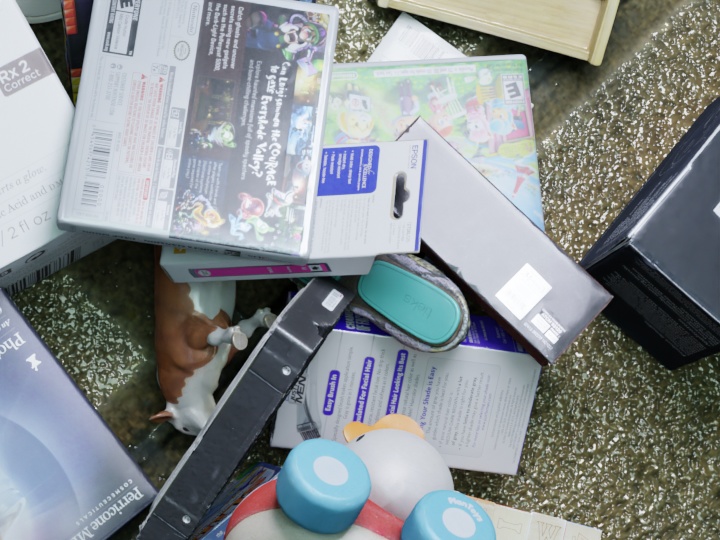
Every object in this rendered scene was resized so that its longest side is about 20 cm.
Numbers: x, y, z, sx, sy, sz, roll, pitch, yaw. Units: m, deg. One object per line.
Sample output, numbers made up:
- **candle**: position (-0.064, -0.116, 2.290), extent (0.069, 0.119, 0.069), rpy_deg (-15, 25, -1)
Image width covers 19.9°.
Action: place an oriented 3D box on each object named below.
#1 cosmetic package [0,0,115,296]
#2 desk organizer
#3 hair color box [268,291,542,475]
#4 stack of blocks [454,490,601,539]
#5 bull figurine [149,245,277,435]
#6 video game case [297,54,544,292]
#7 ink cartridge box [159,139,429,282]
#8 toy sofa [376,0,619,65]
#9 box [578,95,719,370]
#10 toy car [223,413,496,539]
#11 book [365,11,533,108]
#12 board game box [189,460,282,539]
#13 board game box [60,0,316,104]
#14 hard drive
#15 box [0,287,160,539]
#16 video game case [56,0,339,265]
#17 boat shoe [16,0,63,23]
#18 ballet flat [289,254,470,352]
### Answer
- **cosmetic package**: position (-0.295, -0.086, 1.546), extent (0.164, 0.165, 0.201), rpy_deg (-30, 86, -12)
- **desk organizer**: position (0.089, -0.015, 1.558), extent (0.200, 0.077, 0.072), rpy_deg (43, 76, 6)
- **hair color box**: position (0.033, 0.088, 1.593), extent (0.198, 0.065, 0.110), rpy_deg (7, 115, -9)
- **stack of blocks**: position (0.073, 0.205, 1.579), extent (0.198, 0.115, 0.059), rpy_deg (15, 80, -6)
- **bull figurine**: position (-0.119, 0.029, 1.585), extent (0.065, 0.121, 0.202), rpy_deg (6, 71, -44)
- **video game case**: position (0.042, -0.077, 1.619), extent (0.198, 0.022, 0.184), rpy_deg (-3, 77, -7)
- **ink cartridge box**: position (-0.046, -0.044, 1.502), extent (0.198, 0.037, 0.096), rpy_deg (-3, 62, 17)
- **toy sofa**: position (0.111, -0.235, 1.673), extent (0.198, 0.098, 0.084), rpy_deg (14, 104, -6)
- **box**: position (0.284, -0.043, 1.601), extent (0.124, 0.197, 0.200), rpy_deg (41, 79, -1)
- **toy car**: position (-0.001, 0.169, 1.448), extent (0.176, 0.185, 0.201), rpy_deg (23, 37, -7)
- **book**: position (0.030, -0.090, 1.652), extent (0.133, 0.048, 0.201), rpy_deg (36, 78, 1)
- **board game box**: position (-0.133, 0.222, 1.539), extent (0.200, 0.135, 0.035), rpy_deg (-40, 96, -11)
- **board game box**: position (-0.133, -0.212, 1.585), extent (0.198, 0.166, 0.057), rpy_deg (-9, 55, -8)
- **hard drive**: position (-0.083, 0.103, 1.483), extent (0.038, 0.140, 0.201), rpy_deg (34, 111, 2)
- **box**: position (-0.284, 0.154, 1.537), extent (0.200, 0.123, 0.199), rpy_deg (-39, 90, -11)
- **video game case**: position (-0.115, -0.111, 1.481), extent (0.180, 0.023, 0.202), rpy_deg (8, 69, -4)
- **boat shoe**: position (-0.190, -0.245, 1.628), extent (0.198, 0.062, 0.075), rpy_deg (-16, 126, 2)
- **ballet flat**: position (0.000, 0.000, 1.547), extent (0.200, 0.072, 0.072), rpy_deg (34, 79, 17)
